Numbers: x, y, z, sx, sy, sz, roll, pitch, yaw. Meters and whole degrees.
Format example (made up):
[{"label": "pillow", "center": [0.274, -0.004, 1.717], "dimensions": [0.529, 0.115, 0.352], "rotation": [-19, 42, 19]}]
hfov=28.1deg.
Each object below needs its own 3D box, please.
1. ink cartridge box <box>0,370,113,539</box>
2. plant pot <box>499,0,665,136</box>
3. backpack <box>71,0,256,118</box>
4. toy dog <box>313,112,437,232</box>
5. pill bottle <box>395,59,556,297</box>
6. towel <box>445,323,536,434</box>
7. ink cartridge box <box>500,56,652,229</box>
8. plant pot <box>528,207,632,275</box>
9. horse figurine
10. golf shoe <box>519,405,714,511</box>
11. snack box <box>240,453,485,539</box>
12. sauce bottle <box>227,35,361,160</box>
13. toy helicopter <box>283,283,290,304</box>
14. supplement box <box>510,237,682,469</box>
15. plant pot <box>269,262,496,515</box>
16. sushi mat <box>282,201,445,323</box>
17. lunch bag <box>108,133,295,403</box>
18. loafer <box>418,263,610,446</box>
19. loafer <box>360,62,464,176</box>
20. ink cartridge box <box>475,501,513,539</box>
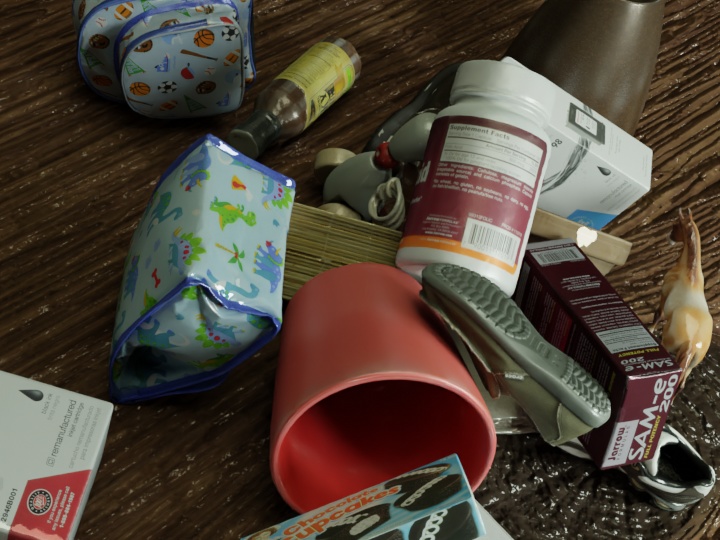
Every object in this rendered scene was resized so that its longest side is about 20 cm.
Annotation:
[{"label": "ink cartridge box", "center": [-0.319, 0.157, 1.171], "dimensions": [0.199, 0.084, 0.145], "rotation": [16, 48, -5]}, {"label": "plant pot", "center": [0.269, -0.263, 1.664], "dimensions": [0.186, 0.200, 0.187], "rotation": [10, 48, -11]}, {"label": "backpack", "center": [-0.205, -0.248, 1.504], "dimensions": [0.189, 0.200, 0.155], "rotation": [-3, 49, -5]}, {"label": "toy dog", "center": [0.032, -0.088, 1.458], "dimensions": [0.096, 0.200, 0.132], "rotation": [21, 79, -32]}, {"label": "pill bottle", "center": [0.110, -0.083, 1.324], "dimensions": [0.114, 0.114, 0.201], "rotation": [17, 79, -5]}, {"label": "towel", "center": [0.162, 0.098, 1.429], "dimensions": [0.199, 0.035, 0.133], "rotation": [-2, 51, -19]}, {"label": "ink cartridge box", "center": [0.199, -0.127, 1.544], "dimensions": [0.200, 0.116, 0.067], "rotation": [30, 47, -17]}, {"label": "plant pot", "center": [0.167, -0.021, 1.466], "dimensions": [0.200, 0.093, 0.201], "rotation": [20, 6, -2]}, {"label": "horse figurine", "center": [0.318, 0.053, 1.456], "dimensions": [0.050, 0.133, 0.201], "rotation": [16, 48, -5]}, {"label": "golf shoe", "center": [0.246, 0.150, 1.348], "dimensions": [0.199, 0.094, 0.078], "rotation": [30, 73, -4]}, {"label": "snack box", "center": [-0.002, 0.215, 1.165], "dimensions": [0.199, 0.116, 0.037], "rotation": [-22, 100, 1]}, {"label": "sauce bottle", "center": [-0.073, -0.184, 1.568], "dimensions": [0.065, 0.065, 0.200], "rotation": [34, 50, 10]}, {"label": "toy helicopter", "center": [-0.123, -0.038, 1.433], "dimensions": [0.132, 0.079, 0.200], "rotation": [-16, 46, -19]}, {"label": "supplement box", "center": [0.204, 0.071, 1.307], "dimensions": [0.061, 0.109, 0.200], "rotation": [-8, 39, -22]}, {"label": "plant pot", "center": [0.008, 0.103, 1.276], "dimensions": [0.199, 0.201, 0.178], "rotation": [6, 39, -15]}, {"label": "sushi mat", "center": [0.000, 0.000, 1.366], "dimensions": [0.199, 0.096, 0.012], "rotation": [15, 14, -16]}, {"label": "lunch bag", "center": [-0.155, 0.010, 1.284], "dimensions": [0.127, 0.200, 0.171], "rotation": [30, 45, -29]}, {"label": "loafer", "center": [0.119, 0.075, 1.223], "dimensions": [0.200, 0.070, 0.075], "rotation": [44, 25, 8]}, {"label": "loafer", "center": [0.078, -0.159, 1.603], "dimensions": [0.071, 0.073, 0.200], "rotation": [42, 55, 5]}, {"label": "ink cartridge box", "center": [0.095, 0.306, 1.192], "dimensions": [0.147, 0.083, 0.200], "rotation": [-28, 64, -36]}]
